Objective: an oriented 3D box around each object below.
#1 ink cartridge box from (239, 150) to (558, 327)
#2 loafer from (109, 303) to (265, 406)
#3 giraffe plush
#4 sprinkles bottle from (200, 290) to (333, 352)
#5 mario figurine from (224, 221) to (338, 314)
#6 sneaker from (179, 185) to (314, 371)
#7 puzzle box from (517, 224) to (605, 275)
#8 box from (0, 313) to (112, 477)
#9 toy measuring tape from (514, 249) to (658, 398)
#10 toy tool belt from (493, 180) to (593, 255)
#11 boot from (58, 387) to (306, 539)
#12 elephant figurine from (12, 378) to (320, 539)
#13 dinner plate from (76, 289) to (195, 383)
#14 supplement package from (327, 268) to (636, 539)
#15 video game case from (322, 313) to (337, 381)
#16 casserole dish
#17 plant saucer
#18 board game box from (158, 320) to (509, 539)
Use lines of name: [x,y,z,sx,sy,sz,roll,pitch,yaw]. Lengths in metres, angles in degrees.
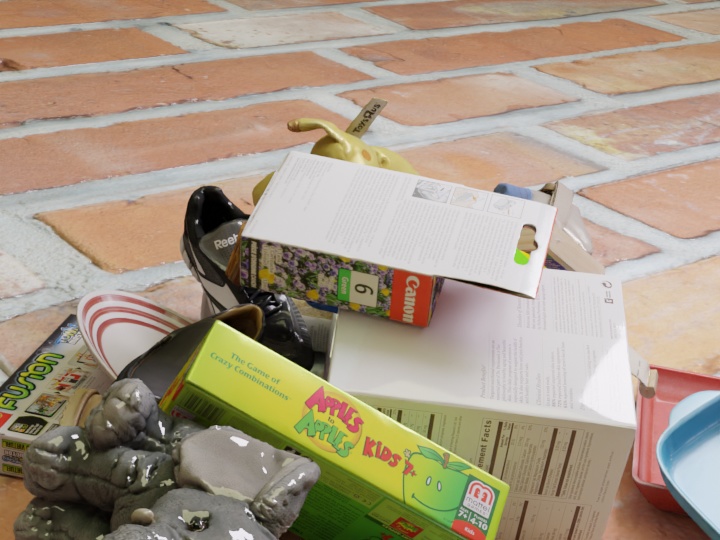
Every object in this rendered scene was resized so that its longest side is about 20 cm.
ink cartridge box: [0.028,-0.017,0.880,0.200,0.050,0.109,13,40,9]
loafer: [-0.118,0.064,0.889,0.073,0.072,0.200,29,11,4]
giraffe plush: [-0.007,-0.045,1.263,0.172,0.200,0.162,2,53,-17]
sprinkles bottle: [-0.040,0.040,1.143,0.200,0.068,0.068,8,24,3]
mario figurine: [0.000,0.000,1.010,0.200,0.106,0.124,21,36,-12]
sneaker: [-0.100,0.005,1.064,0.066,0.091,0.200,-22,55,-19]
puzzle box: [0.096,-0.007,1.098,0.200,0.025,0.133,-1,-18,29]
box: [-0.219,0.099,1.009,0.110,0.035,0.200,10,24,9]
toy measuring tape: [0.139,0.043,0.992,0.200,0.074,0.074,39,22,-11]
toy tool belt: [0.160,-0.041,1.307,0.123,0.125,0.200,13,23,-6]
boot: [-0.106,0.159,0.848,0.200,0.066,0.175,3,47,-3]
elephant figurine: [-0.082,0.143,0.643,0.155,0.142,0.200,-35,27,-28]
dinner plate: [-0.137,0.085,0.988,0.200,0.024,0.200,34,15,-11]
supplement package: [0.077,0.096,0.906,0.200,0.151,0.152,7,40,1]
video game case: [0.061,0.082,1.045,0.182,0.023,0.200,7,45,2]
casserole dish: [0.297,0.168,0.902,0.121,0.039,0.200,-28,54,-21]
plant saucer: [0.317,0.150,1.020,0.199,0.037,0.200,10,24,10]
board game box: [-0.024,0.117,0.763,0.200,0.102,0.048,30,52,-8]
